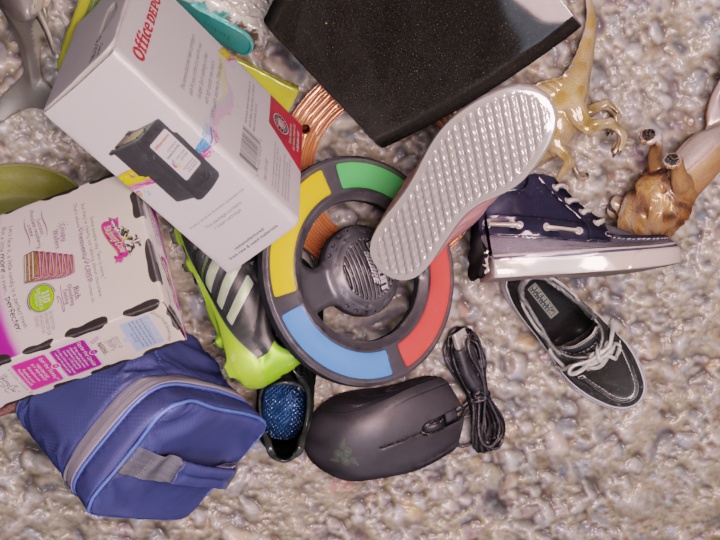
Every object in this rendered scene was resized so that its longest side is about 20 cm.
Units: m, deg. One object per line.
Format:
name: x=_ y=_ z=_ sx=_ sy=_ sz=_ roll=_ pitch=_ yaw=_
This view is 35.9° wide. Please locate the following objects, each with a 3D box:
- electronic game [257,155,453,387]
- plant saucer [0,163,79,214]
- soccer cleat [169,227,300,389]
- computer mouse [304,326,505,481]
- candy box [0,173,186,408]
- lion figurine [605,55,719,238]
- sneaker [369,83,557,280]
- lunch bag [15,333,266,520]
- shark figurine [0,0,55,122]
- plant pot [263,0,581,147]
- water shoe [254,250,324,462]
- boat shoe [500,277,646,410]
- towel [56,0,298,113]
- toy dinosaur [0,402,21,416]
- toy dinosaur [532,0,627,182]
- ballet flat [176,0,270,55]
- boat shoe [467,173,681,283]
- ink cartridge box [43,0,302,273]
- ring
electronic game: x=0.000 y=0.000 z=0.968 sx=0.198 sy=0.041 sz=0.203 roll=6 pitch=79 yaw=-32
plant saucer: x=-0.306 y=0.002 z=0.928 sx=0.198 sy=0.202 sz=0.031 roll=-22 pitch=148 yaw=-2
soccer cleat: x=-0.110 y=0.003 z=0.977 sx=0.080 sy=0.068 sz=0.202 roll=-22 pitch=84 yaw=1
computer mouse: x=0.041 y=0.147 z=1.071 sx=0.197 sy=0.053 sz=0.140 roll=-19 pitch=109 yaw=-4
candy box: x=-0.246 y=0.019 z=0.853 sx=0.198 sy=0.138 sz=0.061 roll=-20 pitch=146 yaw=0
lion figurine: x=0.314 y=-0.106 z=1.032 sx=0.199 sy=0.073 sz=0.123 roll=-37 pitch=142 yaw=-4
sneaker: x=0.087 y=-0.084 z=0.915 sx=0.075 sy=0.105 sz=0.200 roll=41 pitch=118 yaw=-1
lunch bag: x=-0.176 y=0.138 z=0.957 sx=0.136 sy=0.200 sz=0.132 roll=-47 pitch=64 yaw=7
shark figurine: x=-0.286 y=-0.204 z=0.881 sx=0.088 sy=0.215 sz=0.130 roll=-4 pitch=73 yaw=-16
plant pot: x=0.034 y=-0.216 z=0.893 sx=0.177 sy=0.200 sz=0.200 roll=-43 pitch=102 yaw=12
water shoe: x=-0.064 y=0.076 z=1.020 sx=0.070 sy=0.079 sz=0.203 roll=-4 pitch=106 yaw=-8
boat shoe: x=0.214 y=0.068 z=1.068 sx=0.073 sy=0.068 sz=0.200 roll=-38 pitch=108 yaw=3
towel: x=-0.158 y=-0.168 z=0.959 sx=0.198 sy=0.018 sz=0.086 roll=24 pitch=126 yaw=-15
toy dinosaur: x=-0.288 y=0.079 z=0.951 sx=0.134 sy=0.202 sz=0.086 roll=0 pitch=141 yaw=30
toy dinosaur: x=0.194 y=-0.145 z=1.011 sx=0.100 sy=0.058 sz=0.202 roll=26 pitch=100 yaw=-14
ballet flat: x=-0.163 y=-0.249 z=0.929 sx=0.198 sy=0.072 sz=0.072 roll=25 pitch=101 yaw=-17
boat shoe: x=0.191 y=-0.042 z=0.995 sx=0.197 sy=0.075 sz=0.094 roll=-3 pitch=85 yaw=-12
ink cartridge box: x=-0.141 y=-0.121 z=0.887 sx=0.082 sy=0.147 sz=0.200 roll=-33 pitch=122 yaw=24
ring: x=0.020 y=-0.092 z=1.019 sx=0.197 sy=0.019 sz=0.203 roll=-3 pitch=106 yaw=-9
